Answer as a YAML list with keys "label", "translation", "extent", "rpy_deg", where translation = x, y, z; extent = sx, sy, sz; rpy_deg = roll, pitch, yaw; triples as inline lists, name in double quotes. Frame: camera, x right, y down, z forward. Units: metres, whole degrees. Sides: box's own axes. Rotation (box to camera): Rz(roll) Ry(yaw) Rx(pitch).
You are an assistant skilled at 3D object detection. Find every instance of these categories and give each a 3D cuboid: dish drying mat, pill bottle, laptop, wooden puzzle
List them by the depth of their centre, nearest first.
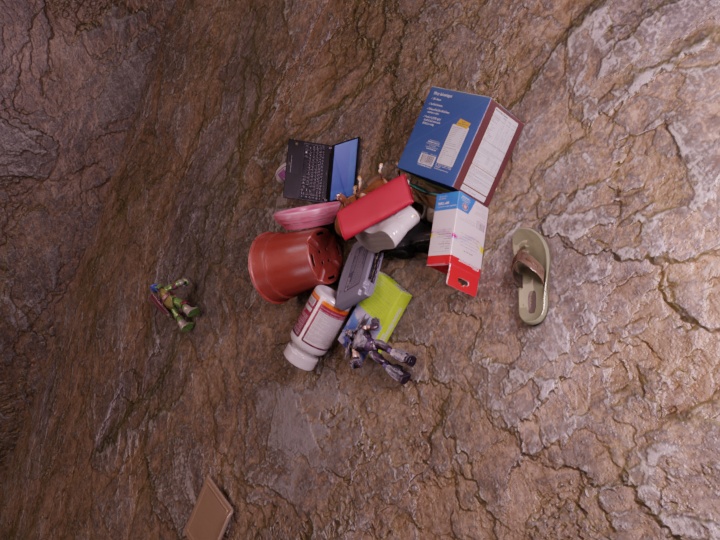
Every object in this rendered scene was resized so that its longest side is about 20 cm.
- label: "dish drying mat"
  translation: [0.032, -0.145, 1.492]
  extent: [0.198, 0.018, 0.078]
  rpy_deg: [-27, 65, 27]
- label: "pill bottle"
  translation: [-0.113, 0.149, 1.669]
  extent: [0.109, 0.109, 0.202]
  rpy_deg: [42, 106, 47]
- label: "laptop"
  translation: [-0.111, -0.292, 1.831]
  extent: [0.103, 0.196, 0.181]
  rpy_deg: [134, 142, -74]
- label: "wooden puzzle"
  translation: [-0.430, 0.716, 1.848]
  extent: [0.199, 0.037, 0.188]
  rpy_deg: [29, 97, 53]

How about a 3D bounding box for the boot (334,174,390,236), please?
- label: "boot"
  translation: [0.014, -0.147, 1.650]
  extent: [0.200, 0.077, 0.156]
  rpy_deg: [-44, 25, 10]

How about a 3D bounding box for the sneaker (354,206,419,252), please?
- label: "sneaker"
  translation: [0.066, -0.105, 1.533]
  extent: [0.115, 0.074, 0.199]
  rpy_deg: [-43, 21, -19]

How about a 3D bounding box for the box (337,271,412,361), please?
- label: "box"
  translation: [0.033, 0.116, 1.570]
  extent: [0.122, 0.047, 0.202]
  rpy_deg: [40, 104, 48]

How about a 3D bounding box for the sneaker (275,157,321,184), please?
- label: "sneaker"
  translation: [-0.189, -0.268, 1.947]
  extent: [0.199, 0.072, 0.116]
  rpy_deg: [-13, 69, 44]

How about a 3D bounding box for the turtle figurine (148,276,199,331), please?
- label: "turtle figurine"
  translation: [-0.626, 0.111, 2.266]
  extent: [0.144, 0.200, 0.194]
  rpy_deg: [-45, 63, -6]

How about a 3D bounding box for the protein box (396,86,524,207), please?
- label: "protein box"
  translation: [0.222, -0.281, 1.457]
  extent: [0.198, 0.134, 0.203]
  rpy_deg: [29, 97, 49]

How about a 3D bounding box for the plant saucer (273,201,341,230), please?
- label: "plant saucer"
  translation: [-0.137, -0.148, 1.769]
  extent: [0.199, 0.199, 0.052]
  rpy_deg: [0, 104, 47]

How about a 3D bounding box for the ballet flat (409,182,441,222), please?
- label: "ballet flat"
  translation: [0.161, -0.155, 1.530]
  extent: [0.199, 0.067, 0.074]
  rpy_deg: [27, 105, 51]

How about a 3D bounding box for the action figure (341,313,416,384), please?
- label: "action figure"
  translation: [0.034, 0.178, 1.481]
  extent: [0.198, 0.069, 0.132]
  rpy_deg: [27, 103, 30]

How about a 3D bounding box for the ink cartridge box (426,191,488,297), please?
- label: "ink cartridge box"
  translation: [0.208, -0.054, 1.396]
  extent: [0.067, 0.115, 0.204]
  rpy_deg: [-2, 73, 45]

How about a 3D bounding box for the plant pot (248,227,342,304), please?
- label: "plant pot"
  translation: [-0.165, -0.022, 1.745]
  extent: [0.193, 0.200, 0.204]
  rpy_deg: [-11, 66, 36]

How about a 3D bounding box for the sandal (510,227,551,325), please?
- label: "sandal"
  translation: [0.334, 0.005, 1.281]
  extent: [0.079, 0.057, 0.205]
  rpy_deg: [-20, 61, 41]

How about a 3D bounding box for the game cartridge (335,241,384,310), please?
- label: "game cartridge"
  translation: [0.000, 0.000, 1.612]
  extent: [0.132, 0.041, 0.202]
  rpy_deg: [-25, 39, 45]

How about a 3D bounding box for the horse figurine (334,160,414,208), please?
- label: "horse figurine"
  translation: [0.036, -0.182, 1.543]
  extent: [0.198, 0.050, 0.134]
  rpy_deg: [-26, 55, 21]

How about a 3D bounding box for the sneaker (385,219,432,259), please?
- label: "sneaker"
  translation: [0.140, -0.085, 1.520]
  extent: [0.198, 0.076, 0.092]
  rpy_deg: [-4, 63, 43]
